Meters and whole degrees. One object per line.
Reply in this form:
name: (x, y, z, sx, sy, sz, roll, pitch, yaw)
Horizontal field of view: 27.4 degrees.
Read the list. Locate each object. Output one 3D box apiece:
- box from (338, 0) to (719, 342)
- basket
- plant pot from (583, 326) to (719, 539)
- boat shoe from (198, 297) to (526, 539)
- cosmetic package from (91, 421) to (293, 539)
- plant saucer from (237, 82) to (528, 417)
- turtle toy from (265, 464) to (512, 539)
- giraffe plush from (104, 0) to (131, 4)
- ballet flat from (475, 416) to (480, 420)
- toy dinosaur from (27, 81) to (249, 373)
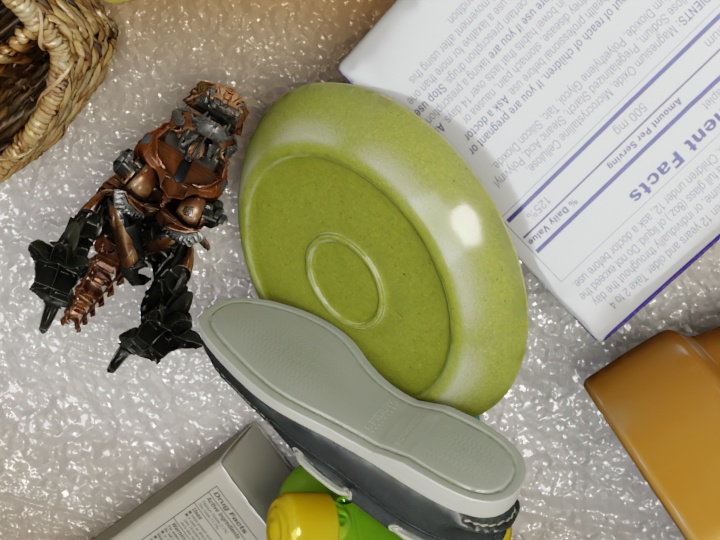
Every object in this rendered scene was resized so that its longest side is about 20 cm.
box: (0.127, -0.105, 0.762, 0.200, 0.105, 0.184, 46, 112, 0)
basket: (-0.253, -0.106, 0.836, 0.199, 0.149, 0.144, -32, 95, 19)
plant pot: (0.243, 0.089, 0.751, 0.182, 0.200, 0.201, -35, 94, 5)
boat shoe: (-0.008, 0.084, 0.769, 0.199, 0.075, 0.061, 34, 131, 26)
cosmetic package: (-0.117, 0.196, 0.922, 0.199, 0.073, 0.104, -36, 94, 20)
plant saucer: (0.000, 0.000, 0.785, 0.199, 0.031, 0.202, 26, 132, 32)
turtle toy: (0.010, 0.172, 0.800, 0.144, 0.201, 0.102, 6, 129, -26)
giraffe plush: (-0.061, -0.235, 0.762, 0.160, 0.200, 0.175, -9, 100, -13)
ballet flat: (0.032, 0.044, 0.849, 0.062, 0.067, 0.203, 1, 105, 24)
toy dinosaur: (-0.122, -0.019, 0.849, 0.101, 0.137, 0.201, 15, 136, 0)
